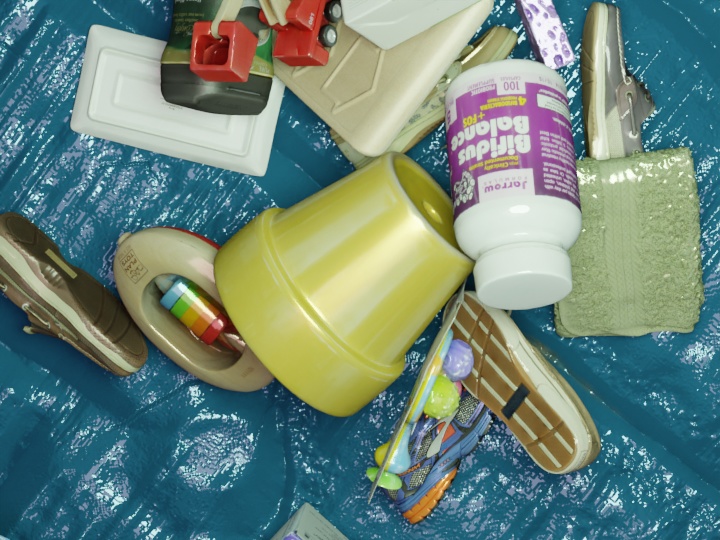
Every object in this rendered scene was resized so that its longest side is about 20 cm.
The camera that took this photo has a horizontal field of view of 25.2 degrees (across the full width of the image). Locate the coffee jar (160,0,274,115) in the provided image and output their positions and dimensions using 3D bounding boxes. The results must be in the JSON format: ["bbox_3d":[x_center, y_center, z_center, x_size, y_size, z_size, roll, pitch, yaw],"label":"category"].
[{"bbox_3d":[-0.126,-0.245,1.487,0.085,0.104,0.201,8,91,44],"label":"coffee jar"}]

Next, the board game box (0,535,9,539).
[{"bbox_3d":[-0.452,0.322,1.627,0.151,0.037,0.200,24,120,1],"label":"board game box"}]

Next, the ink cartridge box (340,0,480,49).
[{"bbox_3d":[0.035,-0.314,1.429,0.117,0.067,0.201,-23,63,31],"label":"ink cartridge box"}]

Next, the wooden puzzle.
[{"bbox_3d":[0.013,-0.223,1.488,0.185,0.046,0.200,-52,53,9],"label":"wooden puzzle"}]

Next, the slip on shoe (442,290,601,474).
[{"bbox_3d":[0.151,0.101,1.493,0.200,0.060,0.076,50,122,26],"label":"slip on shoe"}]

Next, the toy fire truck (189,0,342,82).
[{"bbox_3d":[-0.074,-0.249,1.439,0.049,0.141,0.201,5,77,36],"label":"toy fire truck"}]

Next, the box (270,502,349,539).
[{"bbox_3d":[-0.058,0.370,1.592,0.184,0.105,0.200,42,101,-1],"label":"box"}]

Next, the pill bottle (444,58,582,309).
[{"bbox_3d":[0.134,-0.073,1.402,0.112,0.112,0.201,-7,66,6],"label":"pill bottle"}]

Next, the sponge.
[{"bbox_3d":[0.143,-0.277,1.465,0.030,0.112,0.201,-23,96,6],"label":"sponge"}]

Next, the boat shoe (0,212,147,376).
[{"bbox_3d":[-0.298,0.036,1.585,0.202,0.075,0.075,46,114,3],"label":"boat shoe"}]

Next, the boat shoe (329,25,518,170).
[{"bbox_3d":[0.060,-0.168,1.511,0.200,0.073,0.063,-40,96,11],"label":"boat shoe"}]

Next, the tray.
[{"bbox_3d":[-0.179,-0.164,1.560,0.199,0.022,0.108,14,99,3],"label":"tray"}]

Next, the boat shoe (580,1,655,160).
[{"bbox_3d":[0.242,-0.151,1.501,0.065,0.072,0.201,-4,102,1],"label":"boat shoe"}]

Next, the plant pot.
[{"bbox_3d":[0.000,0.000,1.467,0.189,0.201,0.201,-39,94,17],"label":"plant pot"}]

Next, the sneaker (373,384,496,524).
[{"bbox_3d":[0.080,0.150,1.561,0.078,0.075,0.200,34,99,3],"label":"sneaker"}]

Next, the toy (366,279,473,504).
[{"bbox_3d":[0.067,0.116,1.477,0.047,0.115,0.200,27,110,-1],"label":"toy"}]

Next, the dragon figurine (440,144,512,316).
[{"bbox_3d":[0.116,-0.053,1.530,0.099,0.059,0.201,9,102,5],"label":"dragon figurine"}]

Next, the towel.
[{"bbox_3d":[0.248,-0.021,1.502,0.148,0.037,0.201,-7,123,4],"label":"towel"}]

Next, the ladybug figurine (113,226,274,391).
[{"bbox_3d":[-0.151,0.029,1.551,0.200,0.072,0.136,45,128,-5],"label":"ladybug figurine"}]
